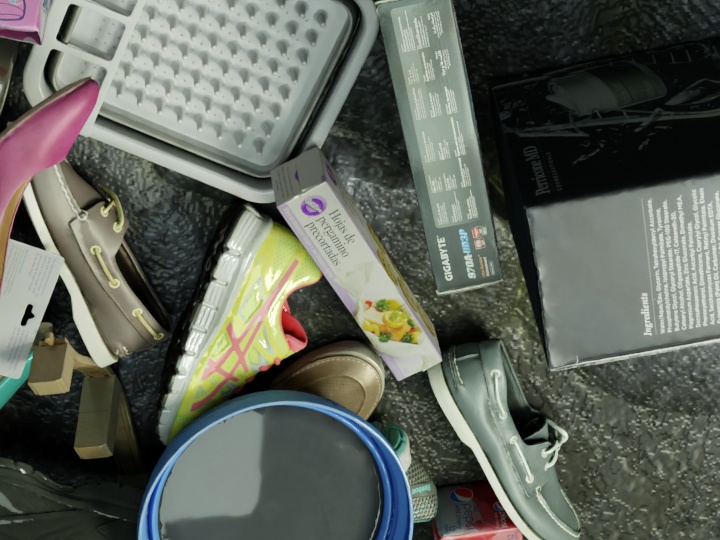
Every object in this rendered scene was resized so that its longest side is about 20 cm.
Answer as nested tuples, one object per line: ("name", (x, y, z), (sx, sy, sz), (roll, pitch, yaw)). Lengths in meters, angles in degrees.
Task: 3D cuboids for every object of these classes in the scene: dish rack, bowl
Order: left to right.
("dish rack", (-0.104, -0.149, 1.038), (0.199, 0.044, 0.172), (22, 116, -15))
("bowl", (-0.061, 0.179, 1.143), (0.199, 0.039, 0.202), (-4, 110, -11))

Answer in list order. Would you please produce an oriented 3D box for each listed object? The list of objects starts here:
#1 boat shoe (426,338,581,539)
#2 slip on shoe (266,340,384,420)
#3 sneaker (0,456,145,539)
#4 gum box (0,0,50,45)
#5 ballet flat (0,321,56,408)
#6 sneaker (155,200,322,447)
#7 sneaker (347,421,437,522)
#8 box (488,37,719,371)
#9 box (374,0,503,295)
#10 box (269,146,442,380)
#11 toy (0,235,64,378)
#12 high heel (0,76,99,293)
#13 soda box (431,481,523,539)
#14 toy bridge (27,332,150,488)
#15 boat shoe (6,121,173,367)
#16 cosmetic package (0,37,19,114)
("boat shoe", (0.124, 0.133, 1.197), (0.061, 0.073, 0.201), (-28, 113, 17))
("slip on shoe", (-0.063, 0.129, 1.190), (0.199, 0.061, 0.076), (-32, 117, 15))
("sneaker", (-0.238, 0.190, 1.140), (0.198, 0.091, 0.076), (11, 150, -10))
("gum box", (-0.280, -0.214, 0.950), (0.198, 0.066, 0.115), (11, 89, -8))
("ballet flat", (-0.300, 0.097, 1.160), (0.062, 0.067, 0.200), (42, 110, 3))
("sneaker", (-0.086, 0.054, 1.135), (0.090, 0.078, 0.201), (20, 117, -14))
("sneaker", (-0.024, 0.205, 1.231), (0.199, 0.078, 0.091), (-34, 120, 17))
("box", (0.195, -0.050, 1.020), (0.195, 0.200, 0.125), (-12, 119, 3))
("box", (0.047, -0.111, 1.000), (0.046, 0.159, 0.201), (-11, 121, 5))
("box", (0.000, 0.000, 1.105), (0.038, 0.042, 0.200), (-25, 131, 10))
("toy", (-0.308, -0.010, 1.069), (0.199, 0.047, 0.116), (18, 126, -14))
("high heel", (-0.213, -0.028, 0.995), (0.200, 0.067, 0.096), (-43, 96, 10))
("soda box", (0.101, 0.267, 1.278), (0.069, 0.064, 0.201), (-8, 121, 2))
("toy bridge", (-0.192, 0.104, 1.157), (0.027, 0.068, 0.201), (-6, 141, 10))
("boat shoe", (-0.186, -0.023, 1.092), (0.059, 0.072, 0.201), (-17, 123, 0))
("cosmetic package", (-0.332, -0.122, 1.023), (0.198, 0.071, 0.106), (16, 119, -12))
